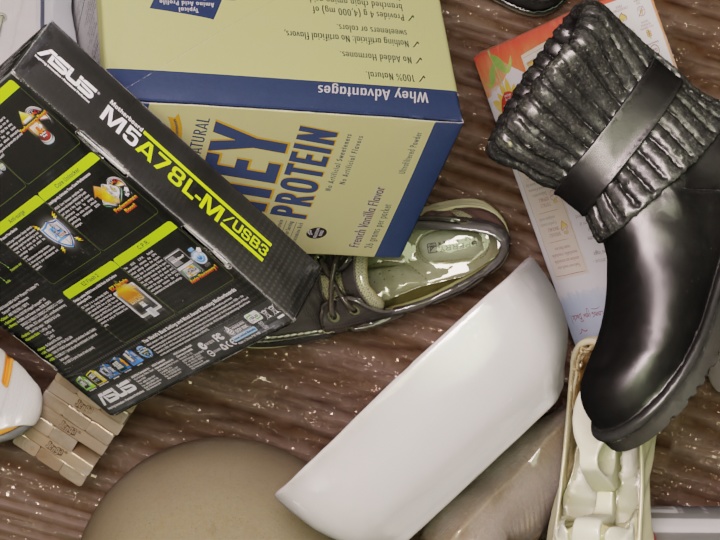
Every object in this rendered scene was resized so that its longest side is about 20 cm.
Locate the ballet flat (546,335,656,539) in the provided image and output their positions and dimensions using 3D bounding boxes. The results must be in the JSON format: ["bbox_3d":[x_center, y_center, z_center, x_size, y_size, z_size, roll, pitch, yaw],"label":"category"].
[{"bbox_3d":[0.140,0.134,1.044,0.069,0.069,0.202,5,82,-1],"label":"ballet flat"}]

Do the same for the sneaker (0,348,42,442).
[{"bbox_3d":[-0.289,0.087,1.108,0.198,0.077,0.079,0,54,15],"label":"sneaker"}]

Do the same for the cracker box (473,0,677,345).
[{"bbox_3d":[0.154,-0.060,1.089,0.057,0.134,0.202,-21,93,-26],"label":"cracker box"}]

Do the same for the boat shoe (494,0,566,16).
[{"bbox_3d":[0.069,-0.249,1.120,0.073,0.063,0.202,-35,95,-5],"label":"boat shoe"}]

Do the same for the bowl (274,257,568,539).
[{"bbox_3d":[0.052,0.085,1.059,0.200,0.200,0.075,-45,87,8],"label":"bowl"}]

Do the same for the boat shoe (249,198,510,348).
[{"bbox_3d":[0.001,0.001,1.127,0.199,0.066,0.072,-16,93,0],"label":"boat shoe"}]

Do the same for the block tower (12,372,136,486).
[{"bbox_3d":[-0.145,0.048,1.090,0.058,0.054,0.201,33,120,-4],"label":"block tower"}]

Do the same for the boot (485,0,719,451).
[{"bbox_3d":[0.132,-0.025,0.971,0.157,0.079,0.212,30,75,-14],"label":"boot"}]

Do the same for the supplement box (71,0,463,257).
[{"bbox_3d":[-0.064,-0.130,1.021,0.198,0.135,0.201,2,57,-16],"label":"supplement box"}]

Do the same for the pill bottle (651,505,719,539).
[{"bbox_3d":[0.255,0.207,1.116,0.198,0.114,0.115,1,93,0],"label":"pill bottle"}]

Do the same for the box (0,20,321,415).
[{"bbox_3d":[-0.149,-0.017,0.948,0.193,0.199,0.048,43,51,-15],"label":"box"}]

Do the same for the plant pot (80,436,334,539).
[{"bbox_3d":[-0.090,0.213,1.102,0.198,0.134,0.202,0,92,0],"label":"plant pot"}]

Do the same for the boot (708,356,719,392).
[{"bbox_3d":[0.275,0.002,1.085,0.089,0.201,0.073,-5,55,-8],"label":"boot"}]

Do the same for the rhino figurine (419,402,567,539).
[{"bbox_3d":[0.108,0.131,1.109,0.060,0.088,0.200,36,65,24],"label":"rhino figurine"}]

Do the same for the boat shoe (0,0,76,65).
[{"bbox_3d":[-0.204,-0.151,1.018,0.066,0.201,0.074,9,120,-23],"label":"boat shoe"}]
